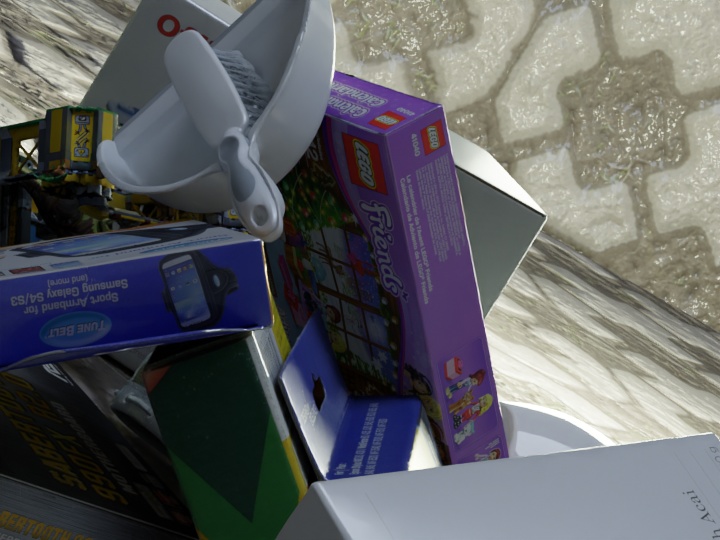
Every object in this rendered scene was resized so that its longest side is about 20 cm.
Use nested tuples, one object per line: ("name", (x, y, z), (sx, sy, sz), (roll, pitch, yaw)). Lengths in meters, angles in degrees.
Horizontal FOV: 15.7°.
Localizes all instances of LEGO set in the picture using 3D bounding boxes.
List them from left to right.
("LEGO set", (-0.139, -0.002, 1.355), (0.154, 0.116, 0.200), (-5, -14, 25))

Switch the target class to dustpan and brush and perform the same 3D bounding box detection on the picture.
("dustpan and brush", (-0.056, -0.062, 1.174), (0.057, 0.140, 0.200), (38, 15, -41))

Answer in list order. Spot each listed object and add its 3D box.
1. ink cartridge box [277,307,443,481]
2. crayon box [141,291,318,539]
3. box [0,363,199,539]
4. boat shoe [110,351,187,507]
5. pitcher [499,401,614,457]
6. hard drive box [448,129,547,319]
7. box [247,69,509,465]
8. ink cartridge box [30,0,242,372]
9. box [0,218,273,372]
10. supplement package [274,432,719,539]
("ink cartridge box", (0.021, 0.119, 1.144), (0.198, 0.047, 0.200), (-67, 141, -82))
("crayon box", (-0.032, 0.115, 1.107), (0.127, 0.051, 0.200), (-82, 153, -82))
("box", (-0.173, 0.068, 1.128), (0.158, 0.048, 0.200), (25, 11, -40))
("boat shoe", (-0.073, 0.098, 1.298), (0.074, 0.065, 0.202), (49, 3, -36))
("pitcher", (0.126, 0.171, 1.392), (0.200, 0.121, 0.172), (41, 12, -23))
("hard drive box", (0.013, 0.015, 1.562), (0.077, 0.200, 0.156), (29, 8, -17))
("box", (0.000, 0.000, 1.265), (0.039, 0.200, 0.137), (-29, 32, -30))
("ink cartridge box", (-0.102, -0.048, 1.514), (0.146, 0.200, 0.086), (32, 9, 6))
("box", (-0.108, 0.008, 1.066), (0.119, 0.042, 0.200), (-9, 4, -13))
("supplement package", (0.062, 0.149, 0.963), (0.200, 0.120, 0.121), (-4, 50, -38))
